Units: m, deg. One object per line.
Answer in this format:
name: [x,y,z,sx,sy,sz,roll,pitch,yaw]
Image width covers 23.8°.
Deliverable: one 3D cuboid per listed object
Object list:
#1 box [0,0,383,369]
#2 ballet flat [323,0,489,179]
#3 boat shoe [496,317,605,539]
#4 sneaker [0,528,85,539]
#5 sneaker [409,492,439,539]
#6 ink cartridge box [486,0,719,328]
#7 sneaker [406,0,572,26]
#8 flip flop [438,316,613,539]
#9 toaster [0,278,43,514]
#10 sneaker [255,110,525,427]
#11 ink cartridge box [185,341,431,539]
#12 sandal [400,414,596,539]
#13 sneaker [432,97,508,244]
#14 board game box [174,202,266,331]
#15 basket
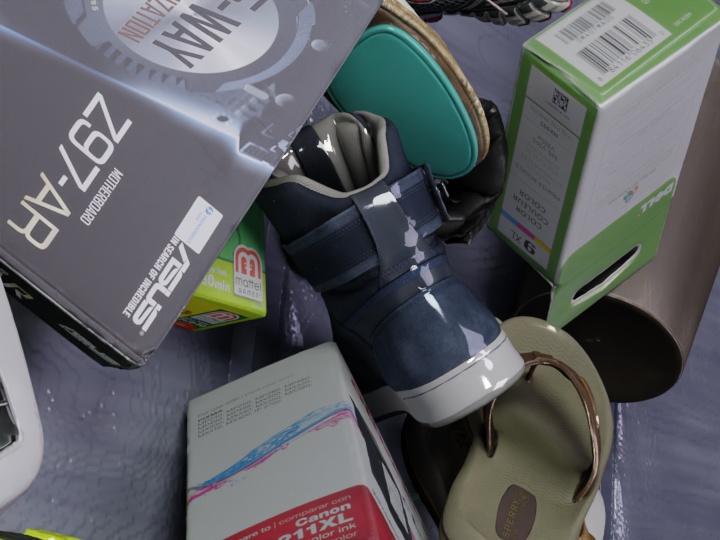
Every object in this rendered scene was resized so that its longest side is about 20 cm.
box: [-0.101,-0.087,0.694,0.160,0.043,0.201,41,69,-24]
ballet flat: [-0.008,-0.124,0.815,0.200,0.070,0.066,40,39,-29]
boat shoe: [0.079,0.095,0.948,0.064,0.070,0.201,53,12,-31]
sneaker: [-0.125,0.149,0.671,0.199,0.074,0.084,23,86,-56]
sneaker: [0.074,0.210,0.873,0.077,0.139,0.202,5,76,-55]
ink cartridge box: [0.130,-0.062,0.948,0.104,0.059,0.201,-35,152,-27]
sneaker: [0.046,-0.167,0.897,0.074,0.198,0.081,27,54,-52]
flip flop: [0.083,0.077,0.818,0.200,0.080,0.058,-61,170,-60]
toaster: [-0.187,0.029,0.544,0.113,0.128,0.202,-27,102,-55]
sneaker: [0.001,-0.001,0.833,0.077,0.202,0.147,-34,94,-14]
ink cartridge box: [-0.011,0.139,0.735,0.200,0.082,0.147,-105,170,-69]
sandal: [0.084,0.131,0.831,0.081,0.055,0.201,4,46,-34]
sneaker: [0.041,-0.074,0.943,0.077,0.110,0.200,62,36,-23]
board game box: [-0.094,-0.081,0.797,0.101,0.047,0.202,18,65,-53]
basket: [0.176,-0.027,1.121,0.181,0.135,0.201,64,37,-42]
